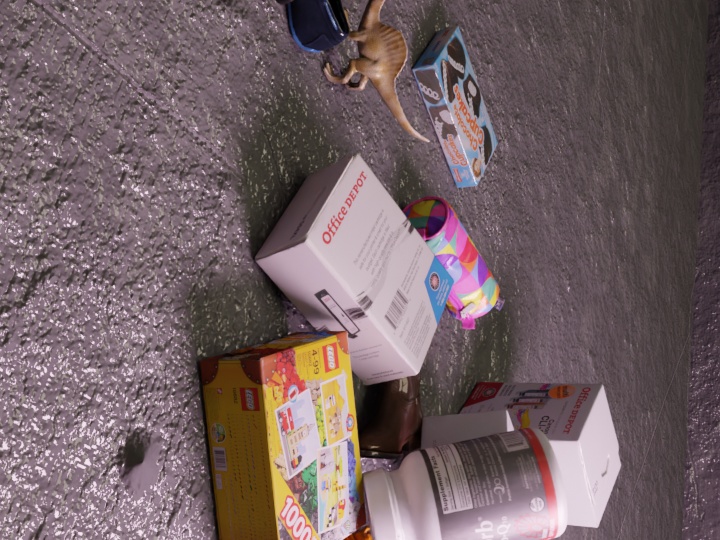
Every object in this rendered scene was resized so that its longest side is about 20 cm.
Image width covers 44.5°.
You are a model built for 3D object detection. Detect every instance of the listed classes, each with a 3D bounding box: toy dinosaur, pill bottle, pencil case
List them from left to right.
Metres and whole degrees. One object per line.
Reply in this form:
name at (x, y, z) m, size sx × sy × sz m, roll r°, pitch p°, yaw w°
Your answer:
toy dinosaur at (0.014, -0.236, 1.017) m, size 0.058 × 0.100 × 0.202 m, roll -34°, pitch 115°, yaw -54°
pencil case at (0.122, -0.010, 1.190) m, size 0.200 × 0.088 × 0.089 m, roll 52°, pitch 46°, yaw -40°
pill bottle at (0.106, 0.240, 0.924) m, size 0.116 × 0.197 × 0.117 m, roll 169°, pitch -90°, yaw -85°

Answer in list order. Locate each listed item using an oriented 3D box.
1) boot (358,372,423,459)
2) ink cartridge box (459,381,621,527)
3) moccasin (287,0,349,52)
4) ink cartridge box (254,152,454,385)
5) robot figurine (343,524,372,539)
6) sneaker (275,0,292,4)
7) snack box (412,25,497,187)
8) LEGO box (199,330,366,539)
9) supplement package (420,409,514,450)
boot at (0.030, 0.115, 1.043) m, size 0.186 × 0.063 × 0.203 m, roll 9°, pitch 82°, yaw -71°
ink cartridge box at (0.251, 0.257, 1.257) m, size 0.145 × 0.198 × 0.146 m, roll -44°, pitch 124°, yaw -51°
moccasin at (-0.045, -0.345, 0.965) m, size 0.080 × 0.068 × 0.203 m, roll -29°, pitch 111°, yaw -55°
ink cartridge box at (0.000, 0.000, 0.951) m, size 0.200 × 0.084 × 0.147 m, roll 50°, pitch 45°, yaw -23°
robot figurine at (0.052, 0.350, 1.009) m, size 0.199 × 0.058 × 0.146 m, roll 21°, pitch 37°, yaw -53°
sneaker at (-0.119, -0.309, 0.839) m, size 0.199 × 0.069 × 0.091 m, roll -10°, pitch 92°, yaw -60°
snack box at (0.142, -0.237, 1.286) m, size 0.117 × 0.037 × 0.201 m, roll -59°, pitch 135°, yaw -42°
LEGO box at (-0.071, 0.171, 0.861) m, size 0.148 × 0.076 × 0.203 m, roll -12°, pitch 97°, yaw -58°
supplement package at (0.151, 0.277, 1.104) m, size 0.201 × 0.108 × 0.115 m, roll 64°, pitch 24°, yaw -46°
